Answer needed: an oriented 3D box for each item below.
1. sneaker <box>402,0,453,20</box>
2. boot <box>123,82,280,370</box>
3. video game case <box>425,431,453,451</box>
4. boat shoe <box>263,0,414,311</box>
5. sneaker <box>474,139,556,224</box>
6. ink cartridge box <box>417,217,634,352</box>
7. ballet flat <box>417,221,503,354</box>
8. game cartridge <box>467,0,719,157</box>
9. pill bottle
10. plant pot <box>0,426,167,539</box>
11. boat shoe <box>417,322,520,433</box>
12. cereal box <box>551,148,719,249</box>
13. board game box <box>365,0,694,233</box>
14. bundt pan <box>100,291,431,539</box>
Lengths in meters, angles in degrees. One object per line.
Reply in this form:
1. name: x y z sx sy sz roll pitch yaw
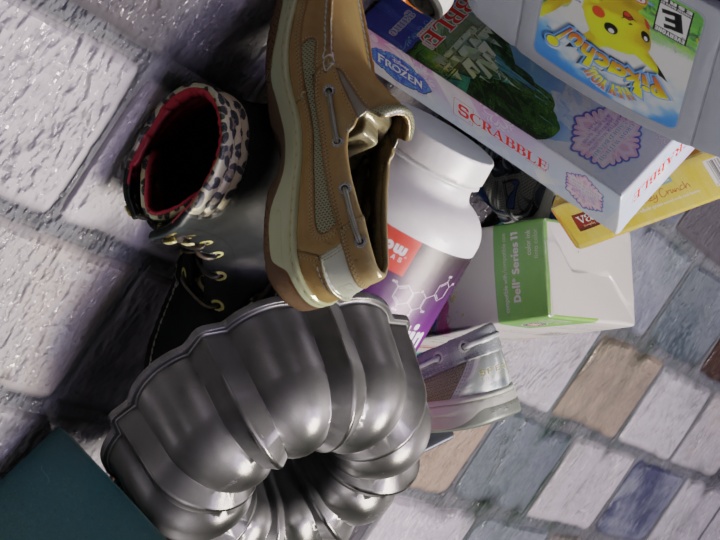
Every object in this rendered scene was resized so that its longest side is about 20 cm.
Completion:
1. sneaker: 0.034 -0.219 1.445 0.092 0.075 0.200 -58 169 -12
2. boot: -0.092 -0.014 1.472 0.204 0.073 0.153 -60 155 12
3. video game case: -0.051 0.152 1.737 0.199 0.019 0.143 -27 176 32
4. boat shoe: -0.004 -0.077 1.417 0.072 0.076 0.202 27 56 -51
5. sneaker: 0.112 -0.070 1.791 0.077 0.085 0.200 -53 175 -16
6. ink cartridge box: 0.068 0.013 1.757 0.117 0.199 0.068 7 78 -55
7. ballet flat: 0.089 0.017 1.943 0.199 0.068 0.069 -33 162 -25
8. game cartridge: 0.148 -0.139 1.450 0.041 0.199 0.134 -52 163 -24
9. pill bottle: 0.000 0.000 1.633 0.201 0.112 0.112 -60 159 13
10. plant pot: -0.198 0.225 1.517 0.200 0.141 0.142 -38 155 -18
11. boat shoe: 0.016 0.071 1.722 0.074 0.201 0.065 -16 98 -45
12. cereal box: 0.206 -0.105 1.654 0.143 0.040 0.201 -21 -153 32
13. board game box: 0.135 -0.147 1.581 0.200 0.199 0.041 -46 157 -25
14. bundt pan: -0.045 0.104 1.527 0.200 0.076 0.203 -19 144 -14
